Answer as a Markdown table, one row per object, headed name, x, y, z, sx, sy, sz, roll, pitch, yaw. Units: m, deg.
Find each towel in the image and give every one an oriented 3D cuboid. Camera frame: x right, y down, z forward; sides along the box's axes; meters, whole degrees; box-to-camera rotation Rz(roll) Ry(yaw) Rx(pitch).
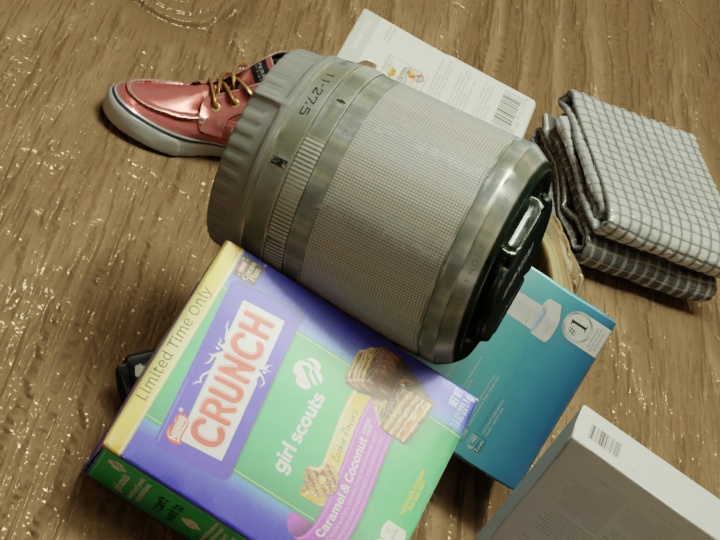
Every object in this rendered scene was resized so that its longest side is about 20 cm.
| name | x | y | z | sx | sy | sz | roll | pitch | yaw |
| --- | --- | --- | --- | --- | --- | --- | --- | --- | --- |
| towel | 0.256 | -0.068 | 1.825 | 0.165 | 0.086 | 0.201 | 17 | 37 | -25 |

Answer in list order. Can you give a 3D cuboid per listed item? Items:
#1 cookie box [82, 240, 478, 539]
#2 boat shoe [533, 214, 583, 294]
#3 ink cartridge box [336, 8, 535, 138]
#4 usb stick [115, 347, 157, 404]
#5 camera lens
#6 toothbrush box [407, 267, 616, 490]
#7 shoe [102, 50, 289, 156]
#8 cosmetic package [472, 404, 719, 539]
| name | x | y | z | sx | sy | sz | roll | pitch | yaw |
| --- | --- | --- | --- | --- | --- | --- | --- | --- | --- |
| cookie box | -0.050 | 0.107 | 1.233 | 0.199 | 0.075 | 0.172 | 32 | 61 | -4 |
| boat shoe | 0.163 | 0.002 | 1.647 | 0.064 | 0.071 | 0.201 | 21 | 33 | -21 |
| ink cartridge box | 0.045 | -0.117 | 1.593 | 0.173 | 0.044 | 0.200 | 28 | 40 | -1 |
| usb stick | -0.068 | 0.063 | 1.306 | 0.199 | 0.033 | 0.056 | -13 | 79 | -22 |
| camera lens | 0.017 | -0.042 | 1.276 | 0.199 | 0.161 | 0.160 | 26 | 29 | 11 |
| toothbrush box | 0.062 | 0.046 | 1.404 | 0.199 | 0.147 | 0.085 | 31 | -4 | -6 |
| shoe | -0.107 | -0.141 | 1.560 | 0.199 | 0.091 | 0.072 | 12 | 38 | -34 |
| cosmetic package | 0.190 | 0.209 | 1.319 | 0.199 | 0.151 | 0.052 | 35 | 29 | -1 |
